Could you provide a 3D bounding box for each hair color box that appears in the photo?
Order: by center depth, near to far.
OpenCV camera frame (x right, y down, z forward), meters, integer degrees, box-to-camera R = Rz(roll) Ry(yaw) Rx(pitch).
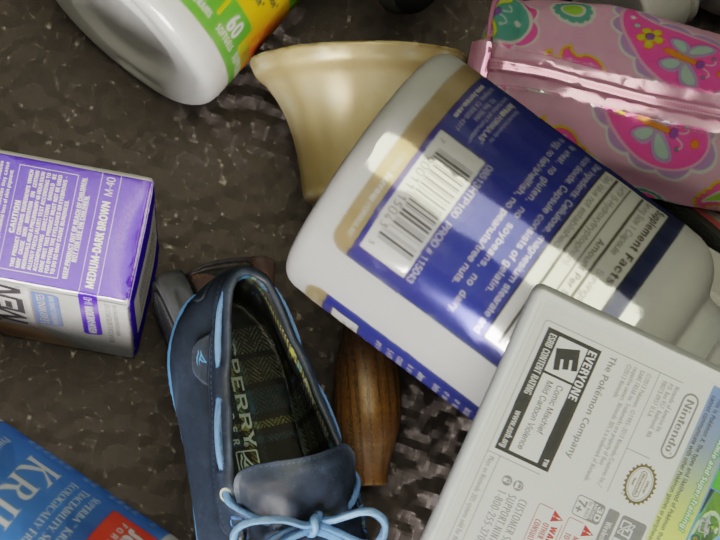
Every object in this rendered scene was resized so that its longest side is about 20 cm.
[{"bbox_3d":[-0.195,-0.017,1.099,0.198,0.109,0.065,12,74,0],"label":"hair color box"}]

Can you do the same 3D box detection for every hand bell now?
[{"bbox_3d":[0.000,0.000,1.134,0.103,0.104,0.202,0,86,-4],"label":"hand bell"}]

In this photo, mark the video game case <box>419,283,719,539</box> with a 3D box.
[{"bbox_3d":[0.109,0.134,0.941,0.181,0.022,0.201,25,89,2],"label":"video game case"}]

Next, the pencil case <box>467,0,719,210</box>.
[{"bbox_3d":[0.147,-0.072,1.103,0.198,0.088,0.088,13,73,11],"label":"pencil case"}]

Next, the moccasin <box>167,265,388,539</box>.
[{"bbox_3d":[-0.038,0.093,1.021,0.080,0.068,0.201,-14,70,-28],"label":"moccasin"}]

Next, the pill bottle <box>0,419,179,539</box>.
[{"bbox_3d":[-0.137,0.145,1.055,0.199,0.112,0.113,32,74,5],"label":"pill bottle"}]

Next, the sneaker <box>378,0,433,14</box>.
[{"bbox_3d":[0.070,-0.207,1.142,0.089,0.070,0.201,12,65,29],"label":"sneaker"}]

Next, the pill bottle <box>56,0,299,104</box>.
[{"bbox_3d":[-0.052,-0.188,1.159,0.111,0.111,0.200,37,74,7],"label":"pill bottle"}]

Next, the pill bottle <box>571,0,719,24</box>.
[{"bbox_3d":[0.191,-0.195,1.176,0.199,0.120,0.120,-34,79,-13],"label":"pill bottle"}]

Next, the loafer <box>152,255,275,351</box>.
[{"bbox_3d":[-0.034,0.083,1.105,0.063,0.072,0.201,-20,73,-13],"label":"loafer"}]

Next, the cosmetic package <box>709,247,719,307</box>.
[{"bbox_3d":[0.169,0.047,1.095,0.199,0.083,0.051,33,29,21],"label":"cosmetic package"}]

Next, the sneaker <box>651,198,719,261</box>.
[{"bbox_3d":[0.209,0.020,1.151,0.200,0.074,0.087,40,42,16],"label":"sneaker"}]

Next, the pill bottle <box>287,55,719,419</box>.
[{"bbox_3d":[0.080,0.012,1.024,0.199,0.120,0.120,37,74,5],"label":"pill bottle"}]
